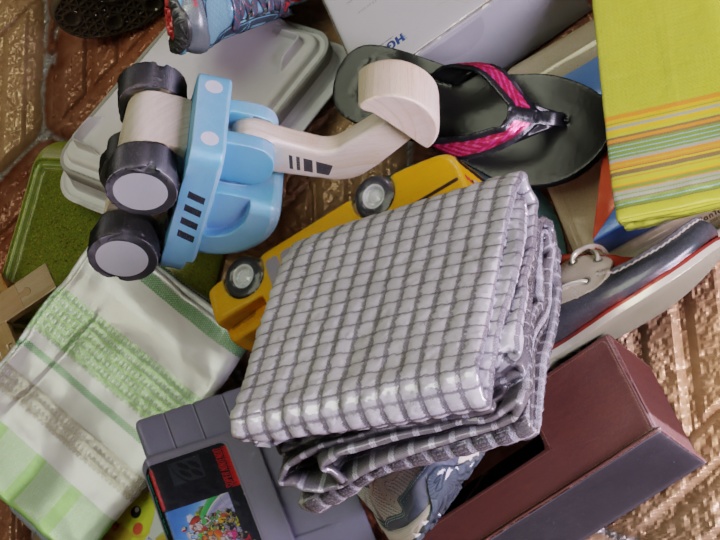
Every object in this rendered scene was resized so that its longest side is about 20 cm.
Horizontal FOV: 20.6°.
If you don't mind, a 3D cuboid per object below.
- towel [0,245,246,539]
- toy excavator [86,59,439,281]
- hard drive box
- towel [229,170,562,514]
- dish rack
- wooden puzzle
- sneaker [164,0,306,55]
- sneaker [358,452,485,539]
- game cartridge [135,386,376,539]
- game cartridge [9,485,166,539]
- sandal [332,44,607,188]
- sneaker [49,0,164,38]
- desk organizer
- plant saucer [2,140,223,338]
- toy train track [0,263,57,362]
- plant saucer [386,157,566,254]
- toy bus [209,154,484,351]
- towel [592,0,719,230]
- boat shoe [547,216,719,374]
[{"bbox_3d":[-0.187,0.084,1.388,0.149,0.031,0.200,35,84,23],"label":"towel"},{"bbox_3d":[-0.065,-0.074,1.299,0.195,0.199,0.100,112,163,-46],"label":"toy excavator"},{"bbox_3d":[0.048,-0.227,1.402,0.156,0.077,0.200,-33,57,18],"label":"hard drive box"},{"bbox_3d":[0.030,0.042,1.158,0.165,0.086,0.200,-15,34,21],"label":"towel"},{"bbox_3d":[-0.121,-0.120,1.451,0.171,0.044,0.200,20,62,37],"label":"dish rack"},{"bbox_3d":[0.193,-0.102,1.279,0.185,0.046,0.200,-30,58,20],"label":"wooden puzzle"},{"bbox_3d":[-0.083,-0.215,1.433,0.095,0.079,0.200,5,31,11],"label":"sneaker"},{"bbox_3d":[0.009,0.112,1.223,0.078,0.086,0.200,-52,12,-8],"label":"sneaker"},{"bbox_3d":[-0.062,0.168,1.305,0.129,0.038,0.200,-15,59,-15],"label":"game cartridge"},{"bbox_3d":[-0.149,0.167,1.392,0.200,0.040,0.133,35,88,33],"label":"game cartridge"},{"bbox_3d":[0.068,-0.104,1.291,0.200,0.045,0.075,15,85,22],"label":"sandal"},{"bbox_3d":[-0.160,-0.258,1.567,0.200,0.070,0.076,-32,39,15],"label":"sneaker"},{"bbox_3d":[0.103,0.131,1.231,0.200,0.072,0.077,-35,54,16],"label":"desk organizer"},{"bbox_3d":[-0.197,-0.009,1.492,0.200,0.048,0.200,5,74,34],"label":"plant saucer"},{"bbox_3d":[-0.249,0.073,1.448,0.115,0.033,0.200,-33,63,11],"label":"toy train track"},{"bbox_3d":[0.042,0.009,1.339,0.200,0.036,0.200,-12,66,29],"label":"plant saucer"},{"bbox_3d":[0.000,0.000,1.308,0.200,0.065,0.078,-31,59,18],"label":"toy bus"},{"bbox_3d":[0.194,-0.123,1.245,0.086,0.018,0.200,-11,63,17],"label":"towel"},{"bbox_3d":[0.134,0.020,1.231,0.200,0.071,0.063,-34,71,18],"label":"boat shoe"}]
